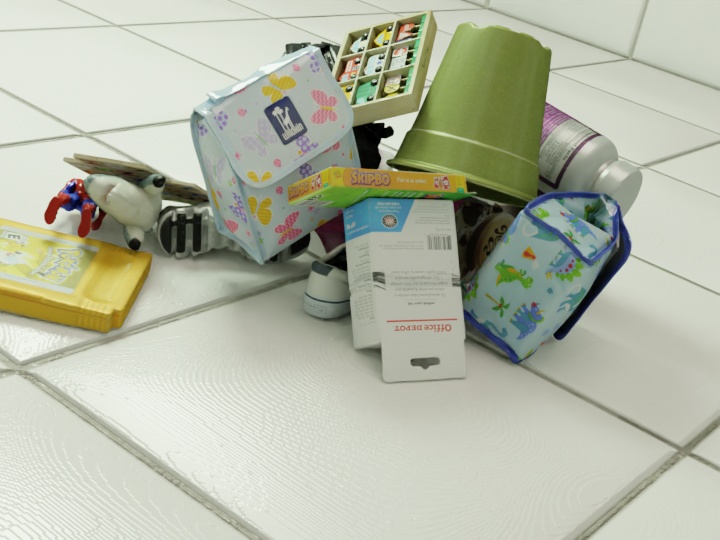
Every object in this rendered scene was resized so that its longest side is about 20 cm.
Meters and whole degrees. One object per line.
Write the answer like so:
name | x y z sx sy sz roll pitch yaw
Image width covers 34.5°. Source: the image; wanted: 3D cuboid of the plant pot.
plant pot | 0.150 -0.194 1.416 0.198 0.192 0.200 16 0 0

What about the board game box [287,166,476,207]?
board game box | 0.027 -0.089 1.297 0.198 0.030 0.095 3 -11 -33

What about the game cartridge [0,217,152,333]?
game cartridge | -0.342 0.001 1.273 0.198 0.033 0.177 11 23 -3

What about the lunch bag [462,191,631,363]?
lunch bag | 0.231 -0.002 1.394 0.127 0.171 0.200 40 29 12

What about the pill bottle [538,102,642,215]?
pill bottle | 0.268 -0.143 1.530 0.199 0.113 0.112 37 32 28

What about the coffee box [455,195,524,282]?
coffee box | 0.163 -0.054 1.569 0.198 0.114 0.080 -7 31 -39

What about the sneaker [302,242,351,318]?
sneaker | 0.000 0.000 1.409 0.072 0.072 0.200 22 23 20

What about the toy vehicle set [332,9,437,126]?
toy vehicle set | 0.025 -0.253 1.455 0.123 0.027 0.201 -11 38 21

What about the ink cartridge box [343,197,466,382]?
ink cartridge box | 0.050 0.025 1.304 0.115 0.202 0.068 0 -9 -28

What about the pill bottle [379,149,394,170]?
pill bottle | -0.057 -0.133 1.630 0.198 0.113 0.112 13 23 1

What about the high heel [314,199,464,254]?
high heel | 0.026 -0.088 1.453 0.198 0.097 0.068 -13 33 18

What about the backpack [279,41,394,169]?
backpack | -0.059 -0.209 1.537 0.165 0.127 0.202 6 50 -20

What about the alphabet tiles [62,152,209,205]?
alphabet tiles | -0.268 -0.110 1.447 0.165 0.008 0.200 10 -7 17

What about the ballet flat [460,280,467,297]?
ballet flat | 0.055 -0.006 1.390 0.069 0.201 0.071 -21 24 44

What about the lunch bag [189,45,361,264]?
lunch bag | -0.095 -0.137 1.335 0.169 0.201 0.127 -32 42 -25

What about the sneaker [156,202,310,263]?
sneaker | -0.160 -0.056 1.458 0.198 0.076 0.081 5 15 -20

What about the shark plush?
shark plush | -0.279 -0.093 1.402 0.083 0.092 0.200 21 10 -4

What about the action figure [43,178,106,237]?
action figure | -0.343 -0.079 1.414 0.065 0.052 0.200 17 12 -8
